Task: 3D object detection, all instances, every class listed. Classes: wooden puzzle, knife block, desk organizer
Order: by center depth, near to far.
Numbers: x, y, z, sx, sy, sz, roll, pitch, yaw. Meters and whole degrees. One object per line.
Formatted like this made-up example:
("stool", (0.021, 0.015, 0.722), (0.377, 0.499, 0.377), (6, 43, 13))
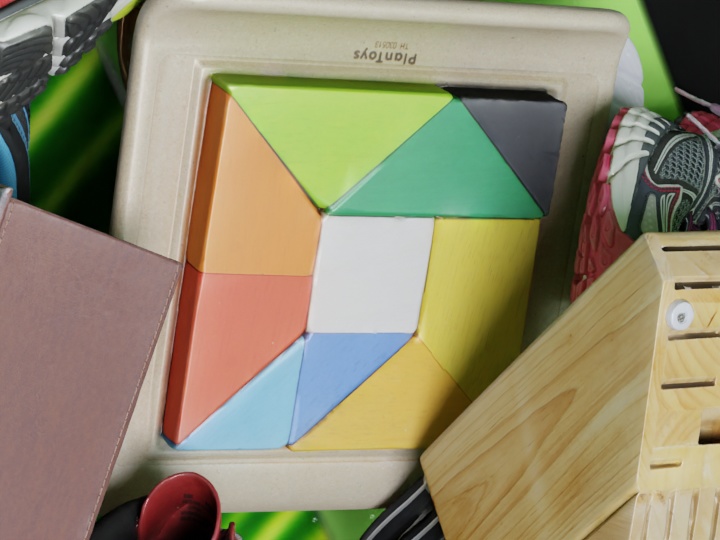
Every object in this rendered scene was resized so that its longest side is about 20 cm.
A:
("desk organizer", (-0.135, 0.073, 0.927), (0.077, 0.072, 0.200), (22, 85, -40))
("knife block", (0.065, 0.068, 1.001), (0.064, 0.175, 0.200), (-2, 105, -34))
("wooden puzzle", (0.000, 0.000, 1.007), (0.185, 0.037, 0.200), (1, 113, -26))

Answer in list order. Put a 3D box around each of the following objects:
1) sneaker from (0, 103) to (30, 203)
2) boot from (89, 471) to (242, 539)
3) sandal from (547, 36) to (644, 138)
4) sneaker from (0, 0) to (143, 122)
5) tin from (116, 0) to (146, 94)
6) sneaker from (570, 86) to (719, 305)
("sneaker", (-0.137, -0.075, 0.983), (0.073, 0.082, 0.200), (-8, 109, -17))
("boot", (-0.055, 0.121, 1.027), (0.200, 0.072, 0.144), (-28, 147, -58))
("sandal", (0.058, -0.004, 1.098), (0.079, 0.059, 0.207), (-4, 114, -38))
("sneaker", (-0.111, -0.111, 0.937), (0.085, 0.077, 0.200), (47, 62, 3))
("tin", (-0.024, -0.127, 1.016), (0.112, 0.042, 0.200), (10, 97, -6))
("sneaker", (0.130, -0.019, 1.050), (0.200, 0.075, 0.081), (-25, 130, -63))
